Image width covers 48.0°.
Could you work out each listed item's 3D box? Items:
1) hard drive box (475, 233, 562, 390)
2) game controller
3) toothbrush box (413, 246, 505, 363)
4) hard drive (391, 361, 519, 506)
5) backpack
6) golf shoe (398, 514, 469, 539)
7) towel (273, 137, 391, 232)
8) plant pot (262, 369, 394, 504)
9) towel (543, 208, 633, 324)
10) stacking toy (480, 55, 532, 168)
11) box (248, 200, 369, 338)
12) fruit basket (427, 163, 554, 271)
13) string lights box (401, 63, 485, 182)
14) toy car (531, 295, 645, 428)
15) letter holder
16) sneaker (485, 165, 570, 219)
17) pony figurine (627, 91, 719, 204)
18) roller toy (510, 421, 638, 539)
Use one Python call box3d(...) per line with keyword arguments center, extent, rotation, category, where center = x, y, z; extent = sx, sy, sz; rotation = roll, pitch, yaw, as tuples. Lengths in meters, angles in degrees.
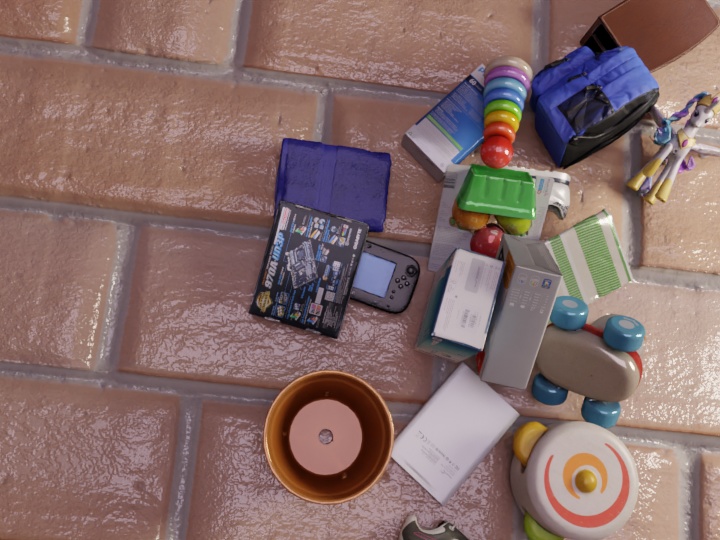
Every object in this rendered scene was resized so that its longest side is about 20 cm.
box3d(center=(0.247, 0.064, 1.301), extent=(0.076, 0.156, 0.201), rotation=(12, 110, -2), category="hard drive box")
box3d(center=(0.000, 0.000, 1.395), extent=(0.199, 0.042, 0.105), rotation=(20, 77, 0), category="game controller")
box3d(center=(0.156, 0.062, 1.313), extent=(0.085, 0.200, 0.147), rotation=(18, 76, -2), category="toothbrush box")
box3d(center=(0.154, 0.273, 1.357), extent=(0.132, 0.026, 0.200), rotation=(42, 78, 5), category="hard drive")
box3d(center=(0.406, -0.304, 1.411), extent=(0.199, 0.163, 0.169), rotation=(-29, 82, 4), category="backpack")
box3d(center=(0.158, 0.449, 1.297), extent=(0.199, 0.077, 0.089), rotation=(10, 70, -3), category="golf shoe")
box3d(center=(-0.049, -0.148, 1.422), extent=(0.199, 0.050, 0.149), rotation=(7, 85, -3), category="towel")
box3d(center=(-0.052, 0.264, 1.285), extent=(0.199, 0.140, 0.202), rotation=(1, 78, -4), category="plant pot")
box3d(center=(0.369, 0.000, 1.402), extent=(0.199, 0.023, 0.153), rotation=(-28, 110, -9), category="towel")
box3d(center=(0.238, -0.261, 1.364), extent=(0.085, 0.085, 0.201), rotation=(14, 63, -1), category="stacking toy")
box3d(center=(-0.085, -0.002, 1.359), extent=(0.158, 0.046, 0.201), rotation=(15, 92, 1), category="box")
box3d(center=(0.221, -0.080, 1.390), extent=(0.184, 0.094, 0.201), rotation=(7, 121, -2), category="fruit basket")
box3d(center=(0.180, -0.266, 1.456), extent=(0.200, 0.059, 0.103), rotation=(-42, 84, -12), category="string lights box")
box3d(center=(0.402, 0.124, 1.364), extent=(0.176, 0.185, 0.200), rotation=(21, 32, 26), category="toy car")
box3d(center=(0.540, -0.440, 1.502), extent=(0.199, 0.101, 0.143), rotation=(-33, 84, -10), category="letter holder")
box3d(center=(0.276, -0.138, 1.433), extent=(0.199, 0.076, 0.081), rotation=(5, 87, -2), category="sneaker")
box3d(center=(0.557, -0.216, 1.426), extent=(0.166, 0.193, 0.201), rotation=(34, 97, 6), category="pony figurine")
box3d(center=(0.343, 0.334, 1.301), extent=(0.181, 0.140, 0.201), rotation=(-10, 79, -7), category="roller toy")
